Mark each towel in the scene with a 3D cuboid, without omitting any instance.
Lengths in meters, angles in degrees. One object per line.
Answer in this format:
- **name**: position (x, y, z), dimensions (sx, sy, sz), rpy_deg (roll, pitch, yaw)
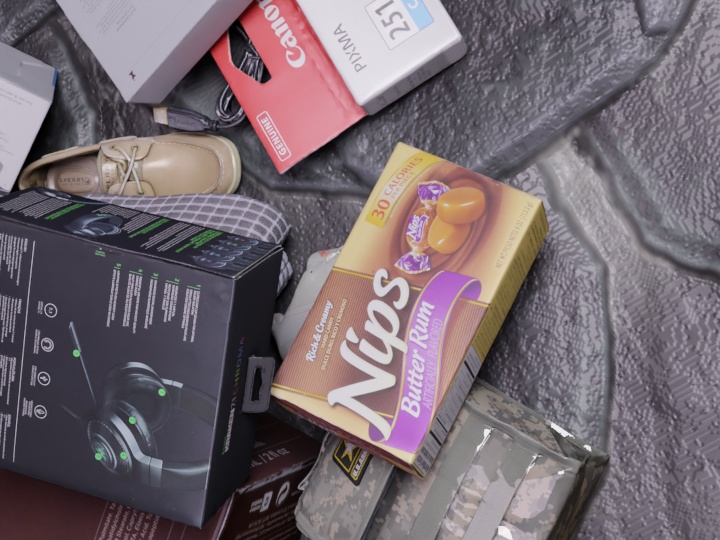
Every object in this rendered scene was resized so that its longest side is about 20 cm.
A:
- **towel**: position (-0.167, 0.004, 0.999), dimensions (0.197, 0.166, 0.086), rpy_deg (5, 122, 14)

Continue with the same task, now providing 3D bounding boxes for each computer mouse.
- **computer mouse**: position (-0.156, -0.191, 1.079), dimensions (0.198, 0.046, 0.142), rpy_deg (17, 92, 13)

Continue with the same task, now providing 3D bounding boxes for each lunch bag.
- **lunch bag**: position (0.055, 0.157, 0.958), dimensions (0.199, 0.117, 0.165), rpy_deg (29, 98, 23)

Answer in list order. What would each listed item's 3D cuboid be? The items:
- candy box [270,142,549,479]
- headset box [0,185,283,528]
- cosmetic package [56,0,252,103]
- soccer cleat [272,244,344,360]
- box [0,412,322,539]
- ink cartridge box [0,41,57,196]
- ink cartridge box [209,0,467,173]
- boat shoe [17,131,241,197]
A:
- **candy box**: position (0.035, 0.026, 0.902), dimensions (0.116, 0.057, 0.201), rpy_deg (24, 77, 21)
- **headset box**: position (-0.155, 0.054, 0.869), dimensions (0.198, 0.093, 0.176), rpy_deg (13, 107, 13)
- **cosmetic package**: position (-0.147, -0.251, 1.004), dimensions (0.200, 0.052, 0.151), rpy_deg (-42, 75, 24)
- **soccer cleat**: position (0.000, 0.000, 1.006), dimensions (0.200, 0.069, 0.078), rpy_deg (-47, 69, 21)
- **box**: position (-0.162, 0.182, 1.033), dimensions (0.199, 0.166, 0.166), rpy_deg (26, 104, 21)
- **ink cartridge box**: position (-0.331, -0.085, 1.121), dimensions (0.067, 0.116, 0.201), rpy_deg (24, 106, -18)
- **ink cartridge box**: position (-0.042, -0.206, 1.006), dimensions (0.175, 0.045, 0.201), rpy_deg (-32, 79, 8)
- **boat shoe**: position (-0.194, -0.077, 1.091), dimensions (0.198, 0.065, 0.073), rpy_deg (-1, 92, 25)
